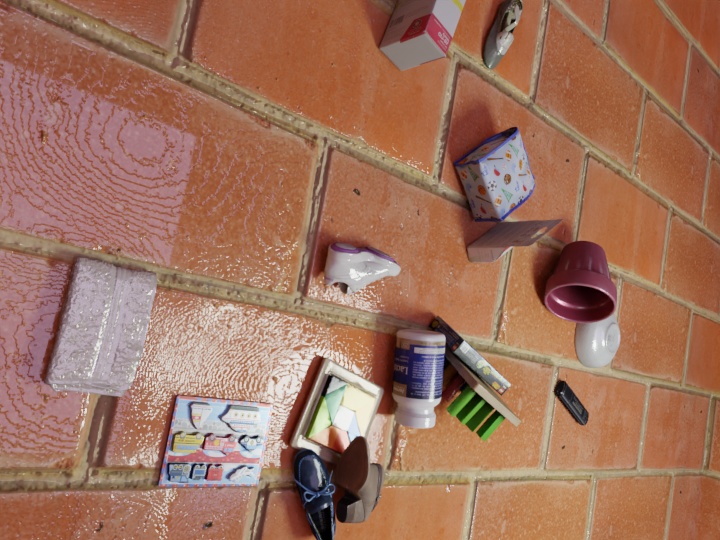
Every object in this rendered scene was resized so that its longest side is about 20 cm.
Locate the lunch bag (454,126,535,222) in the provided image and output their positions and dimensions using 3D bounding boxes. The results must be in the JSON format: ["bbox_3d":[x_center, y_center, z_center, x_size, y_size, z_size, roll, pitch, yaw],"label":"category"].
[{"bbox_3d":[0.351,-0.243,1.450,0.198,0.123,0.173,-36,113,-24],"label":"lunch bag"}]

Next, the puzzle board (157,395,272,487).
[{"bbox_3d":[-0.254,0.312,1.037,0.197,0.017,0.155,16,82,-40],"label":"puzzle board"}]

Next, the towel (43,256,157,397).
[{"bbox_3d":[-0.401,0.090,0.894,0.130,0.034,0.206,16,82,-40],"label":"towel"}]

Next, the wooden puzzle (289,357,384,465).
[{"bbox_3d":[-0.040,0.305,1.203,0.199,0.037,0.189,34,70,-36],"label":"wooden puzzle"}]

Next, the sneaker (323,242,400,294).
[{"bbox_3d":[0.000,0.000,1.214,0.196,0.074,0.102,8,105,-39],"label":"sneaker"}]

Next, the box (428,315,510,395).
[{"bbox_3d":[0.260,0.203,1.374,0.040,0.137,0.199,-46,118,3],"label":"box"}]

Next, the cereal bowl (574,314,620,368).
[{"bbox_3d":[0.777,0.216,1.850,0.196,0.082,0.206,-3,95,-40],"label":"cereal bowl"}]

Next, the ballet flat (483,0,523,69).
[{"bbox_3d":[0.372,-0.619,1.486,0.067,0.063,0.205,29,74,-36],"label":"ballet flat"}]

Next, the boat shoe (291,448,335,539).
[{"bbox_3d":[-0.078,0.454,1.144,0.082,0.069,0.205,-21,105,-12],"label":"boat shoe"}]

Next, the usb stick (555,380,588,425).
[{"bbox_3d":[0.664,0.416,1.797,0.200,0.032,0.056,47,57,-31],"label":"usb stick"}]

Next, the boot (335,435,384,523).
[{"bbox_3d":[0.009,0.433,1.211,0.145,0.069,0.205,4,103,-60],"label":"boot"}]

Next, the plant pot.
[{"bbox_3d":[0.644,0.024,1.673,0.200,0.197,0.182,42,52,-32],"label":"plant pot"}]

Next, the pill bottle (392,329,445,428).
[{"bbox_3d":[0.129,0.240,1.289,0.114,0.114,0.206,5,88,-39],"label":"pill bottle"}]

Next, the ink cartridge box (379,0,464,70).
[{"bbox_3d":[0.142,-0.555,1.244,0.083,0.143,0.205,30,74,-36],"label":"ink cartridge box"}]

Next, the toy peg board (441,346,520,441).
[{"bbox_3d":[0.249,0.291,1.369,0.098,0.199,0.199,-46,123,4],"label":"toy peg board"}]

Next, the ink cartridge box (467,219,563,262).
[{"bbox_3d":[0.388,-0.074,1.436,0.159,0.198,0.051,-33,112,-32],"label":"ink cartridge box"}]
